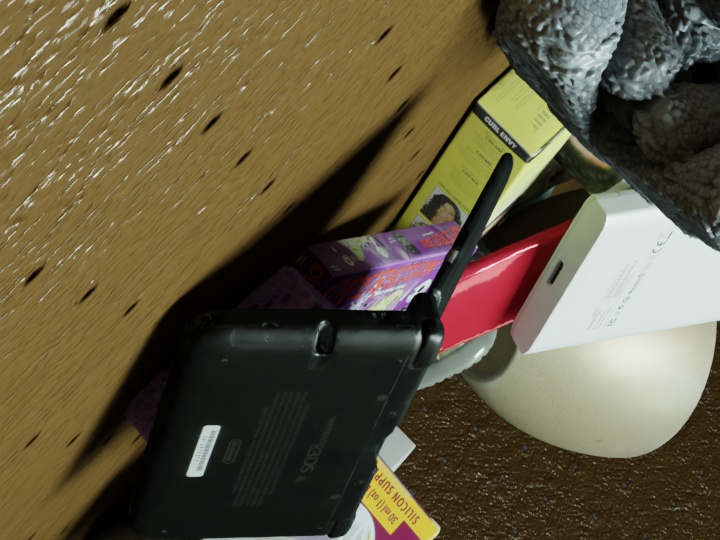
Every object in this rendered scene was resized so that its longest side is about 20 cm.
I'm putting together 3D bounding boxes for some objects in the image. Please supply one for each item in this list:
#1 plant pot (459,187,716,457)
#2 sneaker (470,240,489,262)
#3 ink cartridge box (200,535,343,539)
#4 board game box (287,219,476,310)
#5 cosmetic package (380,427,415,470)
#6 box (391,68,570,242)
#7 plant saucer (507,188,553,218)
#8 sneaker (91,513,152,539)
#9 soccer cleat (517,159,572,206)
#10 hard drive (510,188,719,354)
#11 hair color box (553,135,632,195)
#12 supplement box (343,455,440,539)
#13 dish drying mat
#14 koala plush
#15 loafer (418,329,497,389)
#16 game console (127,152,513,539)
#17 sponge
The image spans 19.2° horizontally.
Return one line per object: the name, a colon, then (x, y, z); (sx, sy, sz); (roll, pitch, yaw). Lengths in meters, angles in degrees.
plant pot: (0.138, 0.036, 1.537); (0.134, 0.201, 0.200); (2, 144, -35)
sneaker: (0.020, 0.040, 1.499); (0.087, 0.076, 0.200); (-33, 170, -41)
ink cartridge box: (-0.055, 0.172, 1.316); (0.200, 0.082, 0.148); (-77, 179, -66)
board game box: (-0.015, 0.027, 1.226); (0.120, 0.032, 0.200); (-53, 163, 21)
cosmetic package: (-0.040, 0.161, 1.766); (0.085, 0.108, 0.200); (-48, 176, 19)
box: (0.081, -0.065, 1.333); (0.075, 0.050, 0.200); (-43, 173, -26)
plant saucer: (0.105, -0.027, 1.692); (0.201, 0.036, 0.200); (-55, 178, -2)
sneaker: (-0.134, 0.175, 1.418); (0.082, 0.075, 0.200); (-54, -174, -10)
soccer cleat: (0.161, -0.096, 1.566); (0.200, 0.078, 0.069); (-42, 174, -31)
hard drive: (0.204, -0.008, 1.385); (0.199, 0.027, 0.132); (-8, 142, -33)
hair color box: (0.171, -0.129, 1.278); (0.061, 0.099, 0.200); (-41, 173, -31)
supplement box: (-0.063, 0.205, 1.573); (0.200, 0.131, 0.103); (-45, -151, -10)
dish drying mat: (0.086, 0.015, 1.373); (0.199, 0.018, 0.077); (-22, 145, -5)
koala plush: (0.181, -0.136, 1.036); (0.200, 0.177, 0.184); (-46, -174, 2)
loafer: (-0.008, 0.059, 1.443); (0.199, 0.070, 0.075); (-28, -160, 6)
game console: (-0.022, 0.039, 1.058); (0.174, 0.117, 0.201); (1, 145, -16)
sponge: (-0.047, 0.063, 1.135); (0.111, 0.030, 0.200); (-42, 162, 1)
